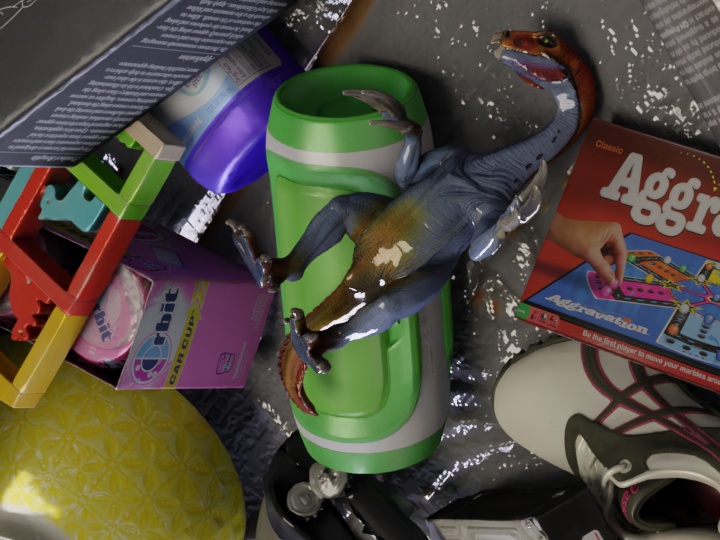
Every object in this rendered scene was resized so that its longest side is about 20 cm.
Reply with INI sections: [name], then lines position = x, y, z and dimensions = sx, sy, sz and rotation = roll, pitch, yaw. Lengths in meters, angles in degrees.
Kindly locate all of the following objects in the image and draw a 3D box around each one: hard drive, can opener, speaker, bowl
[hard drive]
position = 0.101, 0.177, 1.376
dimensions = 0.140, 0.038, 0.200
rotation = 62, 166, -3
[can opener]
position = 0.020, 0.161, 1.439
dimensions = 0.200, 0.063, 0.079
rotation = 44, 177, 25
[speaker]
position = 0.000, 0.000, 1.399
dimensions = 0.088, 0.088, 0.200
rotation = 17, 124, 37
[bowl]
position = -0.176, 0.146, 1.547
dimensions = 0.200, 0.108, 0.200
rotation = 14, 129, 17

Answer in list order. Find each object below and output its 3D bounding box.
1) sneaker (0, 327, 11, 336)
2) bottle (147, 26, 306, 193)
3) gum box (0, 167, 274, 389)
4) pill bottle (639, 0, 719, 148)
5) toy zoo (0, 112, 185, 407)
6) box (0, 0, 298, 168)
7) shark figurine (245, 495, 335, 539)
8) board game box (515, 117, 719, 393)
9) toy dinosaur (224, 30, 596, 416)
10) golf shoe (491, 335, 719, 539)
[sneaker]
position = -0.191, 0.091, 1.644
dimensions = 0.078, 0.070, 0.200
rotation = 34, 140, 38
[bottle]
position = -0.110, -0.136, 1.438
dimensions = 0.200, 0.065, 0.084
rotation = 49, 132, 11
[gum box]
position = -0.162, -0.001, 1.519
dimensions = 0.200, 0.113, 0.066
rotation = 25, 102, 32
[pill bottle]
position = 0.186, -0.101, 1.143
dimensions = 0.111, 0.111, 0.200
rotation = -27, 93, 48
[toy zoo]
position = -0.186, -0.020, 1.454
dimensions = 0.131, 0.020, 0.200
rotation = 41, 110, 28
[box]
position = -0.132, -0.163, 1.345
dimensions = 0.200, 0.107, 0.149
rotation = -34, 76, 24
[shark figurine]
position = -0.029, 0.207, 1.546
dimensions = 0.128, 0.089, 0.215
rotation = -19, 97, 49
[board game box]
position = 0.172, 0.005, 1.242
dimensions = 0.200, 0.019, 0.103
rotation = 20, 86, 35
[toy dinosaur]
position = 0.030, -0.037, 1.314
dimensions = 0.105, 0.181, 0.200
rotation = 57, 165, 11
[golf shoe]
position = 0.132, 0.085, 1.320
dimensions = 0.200, 0.088, 0.077
rotation = 15, 124, 39
